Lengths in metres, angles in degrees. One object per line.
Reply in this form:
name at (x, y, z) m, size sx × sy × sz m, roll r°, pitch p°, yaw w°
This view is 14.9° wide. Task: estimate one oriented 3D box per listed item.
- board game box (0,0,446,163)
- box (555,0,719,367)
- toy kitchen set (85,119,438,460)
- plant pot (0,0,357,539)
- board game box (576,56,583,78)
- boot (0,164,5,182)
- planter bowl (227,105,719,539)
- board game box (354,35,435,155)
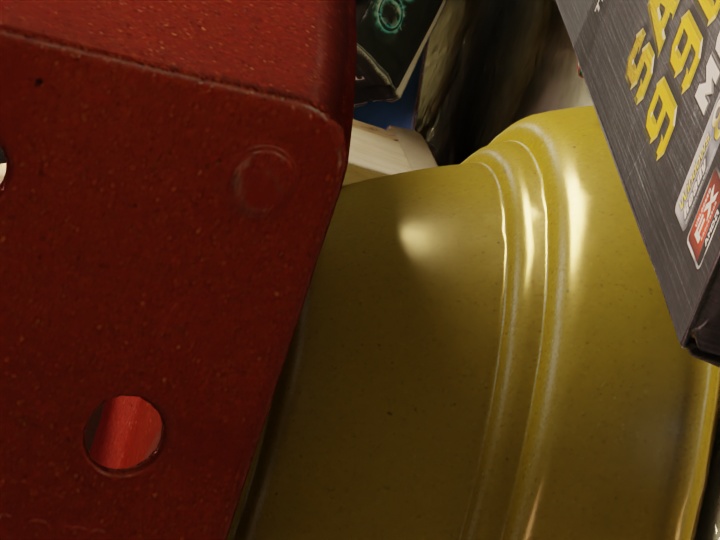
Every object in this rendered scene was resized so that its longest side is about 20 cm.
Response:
board game box at (-0.043, -0.098, 0.815) m, size 0.199 × 0.028 × 0.136 m, roll -7°, pitch 49°, yaw 43°
box at (0.095, -0.101, 0.448) m, size 0.159 × 0.048 × 0.201 m, roll -99°, pitch 27°, yaw -63°
toy kitchen set at (-0.101, 0.010, 0.765) m, size 0.181 × 0.162 × 0.201 m, roll -113°, pitch 42°, yaw -62°
plant pot at (-0.105, -0.008, 0.551) m, size 0.176 × 0.199 × 0.201 m, roll -129°, pitch 54°, yaw -62°
board game box at (0.090, -0.145, 0.584) m, size 0.103 × 0.019 × 0.201 m, roll -88°, pitch 19°, yaw -59°
boot at (-0.083, -0.047, 1.016) m, size 0.167 × 0.072 × 0.200 m, roll -49°, pitch -6°, yaw -17°
planter bowl at (0.004, 0.045, 0.607) m, size 0.200 × 0.083 × 0.202 m, roll -165°, pitch 90°, yaw -78°
board game box at (0.000, 0.000, 0.809) m, size 0.158 × 0.039 × 0.201 m, roll 140°, pitch 142°, yaw -61°
